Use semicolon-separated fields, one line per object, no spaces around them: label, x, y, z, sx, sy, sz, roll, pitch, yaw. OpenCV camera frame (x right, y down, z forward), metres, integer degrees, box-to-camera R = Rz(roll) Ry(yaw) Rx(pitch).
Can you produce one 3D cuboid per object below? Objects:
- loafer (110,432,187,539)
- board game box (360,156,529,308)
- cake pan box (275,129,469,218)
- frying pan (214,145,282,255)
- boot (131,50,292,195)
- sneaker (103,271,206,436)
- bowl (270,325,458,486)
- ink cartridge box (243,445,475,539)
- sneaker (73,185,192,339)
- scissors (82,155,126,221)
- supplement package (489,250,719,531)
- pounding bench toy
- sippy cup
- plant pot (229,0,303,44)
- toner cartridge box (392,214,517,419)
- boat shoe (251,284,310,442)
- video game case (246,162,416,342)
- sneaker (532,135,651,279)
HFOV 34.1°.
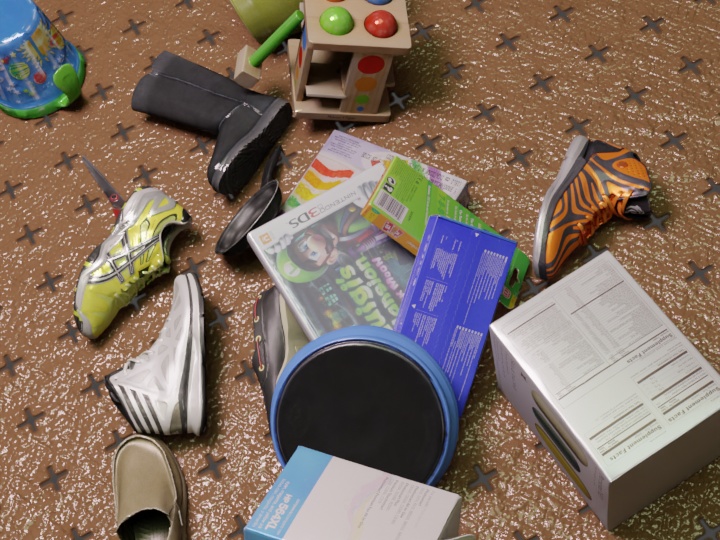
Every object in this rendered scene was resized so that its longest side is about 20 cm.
loafer;-0.223;0.257;1.250;0.076;0.067;0.200;-20;58;-1
board game box;0.099;-0.038;1.322;0.200;0.030;0.096;35;45;-7
cake pan box;0.009;-0.057;1.402;0.200;0.052;0.184;25;70;22
frying pan;-0.133;-0.077;1.445;0.115;0.031;0.190;-43;18;18
boot;-0.213;-0.192;1.510;0.200;0.066;0.165;25;55;17
sneaker;-0.233;0.091;1.333;0.115;0.076;0.201;-1;61;-7
bowl;0.002;0.159;1.219;0.200;0.039;0.201;1;95;8
ink cartridge box;0.006;0.280;1.134;0.200;0.129;0.125;14;36;19
sneaker;-0.275;-0.006;1.405;0.076;0.075;0.200;23;77;15
scissors;-0.302;-0.086;1.502;0.073;0.014;0.200;-24;57;-1
supplement package;0.251;0.122;1.189;0.150;0.152;0.200;-32;59;-8
pounding bench toy;-0.052;-0.285;1.452;0.200;0.156;0.124;1;58;-11
sippy cup;-0.459;-0.297;1.586;0.177;0.130;0.140;-1;60;10
plant pot;-0.085;-0.403;1.557;0.193;0.200;0.201;-30;58;7
toner cartridge box;0.091;0.049;1.262;0.095;0.043;0.200;19;89;-10
boat shoe;-0.083;0.109;1.317;0.063;0.074;0.202;-22;62;38
video game case;0.000;0.000;1.314;0.182;0.023;0.200;-29;77;-15
sneaker;0.271;-0.068;1.342;0.112;0.078;0.200;16;64;20
